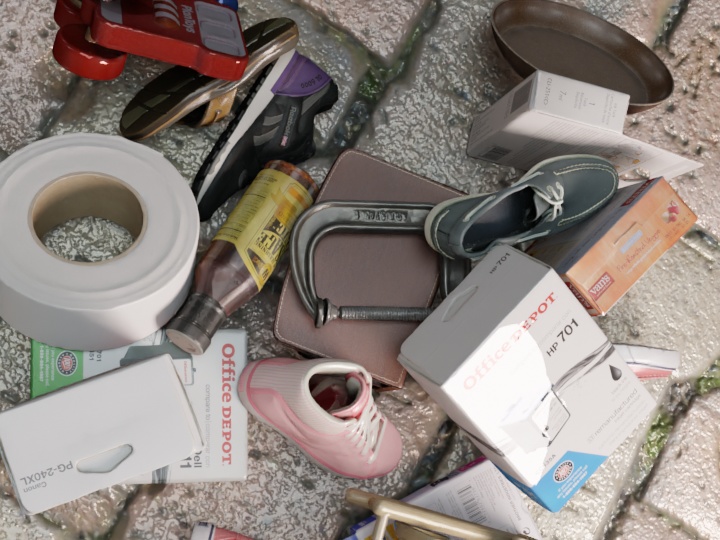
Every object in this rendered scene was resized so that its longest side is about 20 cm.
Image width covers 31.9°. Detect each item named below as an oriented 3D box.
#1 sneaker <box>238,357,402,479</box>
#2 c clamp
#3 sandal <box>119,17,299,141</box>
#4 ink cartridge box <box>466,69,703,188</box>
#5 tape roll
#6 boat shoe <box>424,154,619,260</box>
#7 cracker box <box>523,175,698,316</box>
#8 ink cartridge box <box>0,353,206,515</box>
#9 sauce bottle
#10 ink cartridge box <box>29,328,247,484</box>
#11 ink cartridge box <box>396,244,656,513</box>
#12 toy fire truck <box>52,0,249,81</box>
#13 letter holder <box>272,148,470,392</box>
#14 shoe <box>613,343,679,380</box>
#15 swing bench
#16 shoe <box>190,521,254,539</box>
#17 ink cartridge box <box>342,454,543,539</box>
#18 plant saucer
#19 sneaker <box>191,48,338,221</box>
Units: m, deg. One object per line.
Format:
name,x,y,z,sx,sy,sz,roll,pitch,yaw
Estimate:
sneaker,-0.011,0.140,1.172,0.200,0.105,0.075,35,60,-34
c clamp,0.029,0.016,1.164,0.200,0.027,0.171,7,82,-9
sandal,-0.141,-0.176,1.217,0.200,0.082,0.055,-31,125,1
ink cartridge box,0.216,-0.128,1.232,0.176,0.200,0.045,15,81,-10
tape roll,-0.248,-0.029,1.150,0.202,0.071,0.203,6,54,-8
boat shoe,0.160,-0.054,1.161,0.200,0.062,0.073,-18,109,-16
cracker box,0.221,-0.016,1.220,0.134,0.200,0.058,-43,96,-12
ink cartridge box,-0.213,0.128,1.030,0.145,0.200,0.083,-20,89,-12
sauce bottle,-0.110,-0.011,1.167,0.066,0.066,0.200,33,67,-6
ink cartridge box,-0.206,0.126,1.177,0.200,0.083,0.147,0,84,-12
ink cartridge box,0.152,0.099,1.138,0.146,0.086,0.200,-46,122,-6
toy fire truck,-0.193,-0.248,1.183,0.168,0.200,0.112,13,121,-21
letter holder,0.000,0.000,1.226,0.142,0.101,0.200,21,80,-7
shoe,0.223,0.119,1.269,0.200,0.071,0.091,2,89,-10
swing bench,0.066,0.324,1.150,0.200,0.130,0.199,17,82,-12
shoe,-0.137,0.342,1.173,0.091,0.071,0.200,16,76,-4
ink cartridge box,0.075,0.276,1.241,0.200,0.042,0.119,-26,91,-15
plant saucer,0.220,-0.213,1.275,0.200,0.200,0.032,17,125,-9
sneaker,-0.091,-0.122,1.236,0.088,0.076,0.200,34,78,-12
